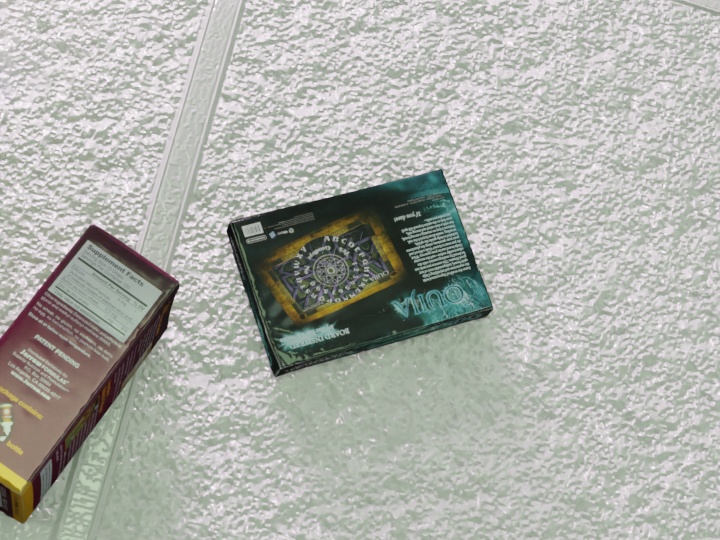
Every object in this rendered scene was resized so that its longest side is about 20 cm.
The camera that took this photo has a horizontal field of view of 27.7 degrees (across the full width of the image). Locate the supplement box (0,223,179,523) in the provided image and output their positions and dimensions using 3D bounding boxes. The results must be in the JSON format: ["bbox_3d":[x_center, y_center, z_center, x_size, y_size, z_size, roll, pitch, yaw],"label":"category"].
[{"bbox_3d":[-0.231,0.079,1.115,0.085,0.110,0.201,34,66,1],"label":"supplement box"}]

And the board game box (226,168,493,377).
[{"bbox_3d":[0.000,0.000,1.242,0.198,0.028,0.136,-14,75,-18],"label":"board game box"}]
